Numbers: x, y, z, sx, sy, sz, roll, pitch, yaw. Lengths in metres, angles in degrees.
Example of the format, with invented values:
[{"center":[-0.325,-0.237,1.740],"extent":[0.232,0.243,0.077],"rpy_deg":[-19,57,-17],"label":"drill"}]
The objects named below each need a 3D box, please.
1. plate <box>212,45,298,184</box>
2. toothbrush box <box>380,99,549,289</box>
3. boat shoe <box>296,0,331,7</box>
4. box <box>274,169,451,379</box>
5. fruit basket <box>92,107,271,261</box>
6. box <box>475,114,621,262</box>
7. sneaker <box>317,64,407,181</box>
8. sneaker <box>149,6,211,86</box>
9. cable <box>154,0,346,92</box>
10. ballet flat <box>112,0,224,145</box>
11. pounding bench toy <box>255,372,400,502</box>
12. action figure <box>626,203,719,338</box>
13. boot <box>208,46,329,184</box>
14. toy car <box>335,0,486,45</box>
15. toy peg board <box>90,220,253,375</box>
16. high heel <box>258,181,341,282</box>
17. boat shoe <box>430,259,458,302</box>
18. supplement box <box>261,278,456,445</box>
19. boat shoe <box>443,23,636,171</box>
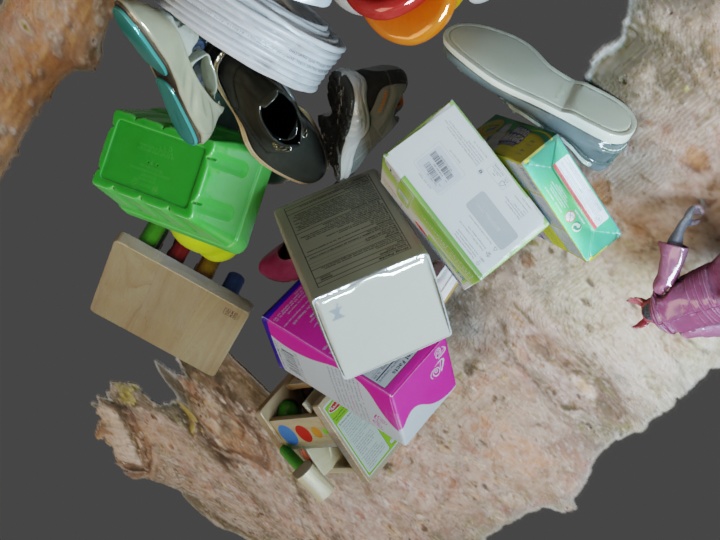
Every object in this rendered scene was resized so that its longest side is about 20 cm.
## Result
[{"center":[-0.135,-0.189,1.552],"extent":[0.199,0.026,0.202],"rpy_deg":[28,142,24],"label":"plate"},{"center":[0.095,-0.067,1.301],"extent":[0.146,0.086,0.200],"rpy_deg":[52,179,2],"label":"toothbrush box"},{"center":[-0.103,-0.327,1.292],"extent":[0.199,0.072,0.068],"rpy_deg":[34,114,3],"label":"boat shoe"},{"center":[0.000,0.000,1.426],"extent":[0.201,0.127,0.110],"rpy_deg":[-116,5,-56],"label":"box"},{"center":[-0.189,-0.096,1.595],"extent":[0.213,0.157,0.216],"rpy_deg":[19,-179,-1],"label":"fruit basket"},{"center":[0.165,-0.083,1.278],"extent":[0.118,0.048,0.200],"rpy_deg":[54,175,-18],"label":"box"},{"center":[0.003,-0.153,1.411],"extent":[0.200,0.078,0.075],"rpy_deg":[121,132,-70],"label":"sneaker"},{"center":[-0.204,-0.240,1.438],"extent":[0.087,0.074,0.200],"rpy_deg":[50,173,7],"label":"sneaker"},{"center":[-0.111,-0.250,1.328],"extent":[0.199,0.070,0.200],"rpy_deg":[22,-161,-41],"label":"cable"},{"center":[-0.182,-0.209,1.334],"extent":[0.069,0.070,0.201],"rpy_deg":[22,154,28],"label":"ballet flat"},{"center":[-0.055,0.209,1.724],"extent":[0.155,0.200,0.125],"rpy_deg":[-12,118,49],"label":"pounding bench toy"},{"center":[0.325,0.026,1.216],"extent":[0.199,0.149,0.134],"rpy_deg":[-26,113,39],"label":"action figure"},{"center":[-0.077,-0.137,1.408],"extent":[0.200,0.077,0.138],"rpy_deg":[46,-179,-41],"label":"boot"},{"center":[0.027,-0.289,1.156],"extent":[0.173,0.151,0.202],"rpy_deg":[-2,126,27],"label":"toy car"},{"center":[-0.244,0.020,1.837],"extent":[0.198,0.098,0.200],"rpy_deg":[28,145,-5],"label":"toy peg board"},{"center":[-0.065,-0.050,1.586],"extent":[0.198,0.068,0.096],"rpy_deg":[-19,123,36],"label":"high heel"},{"center":[0.059,0.022,1.531],"extent":[0.069,0.071,0.200],"rpy_deg":[43,146,-2],"label":"boat shoe"},{"center":[-0.001,0.093,1.537],"extent":[0.199,0.103,0.102],"rpy_deg":[31,153,32],"label":"supplement box"},{"center":[0.157,-0.159,1.251],"extent":[0.199,0.073,0.062],"rpy_deg":[31,139,10],"label":"boat shoe"}]
